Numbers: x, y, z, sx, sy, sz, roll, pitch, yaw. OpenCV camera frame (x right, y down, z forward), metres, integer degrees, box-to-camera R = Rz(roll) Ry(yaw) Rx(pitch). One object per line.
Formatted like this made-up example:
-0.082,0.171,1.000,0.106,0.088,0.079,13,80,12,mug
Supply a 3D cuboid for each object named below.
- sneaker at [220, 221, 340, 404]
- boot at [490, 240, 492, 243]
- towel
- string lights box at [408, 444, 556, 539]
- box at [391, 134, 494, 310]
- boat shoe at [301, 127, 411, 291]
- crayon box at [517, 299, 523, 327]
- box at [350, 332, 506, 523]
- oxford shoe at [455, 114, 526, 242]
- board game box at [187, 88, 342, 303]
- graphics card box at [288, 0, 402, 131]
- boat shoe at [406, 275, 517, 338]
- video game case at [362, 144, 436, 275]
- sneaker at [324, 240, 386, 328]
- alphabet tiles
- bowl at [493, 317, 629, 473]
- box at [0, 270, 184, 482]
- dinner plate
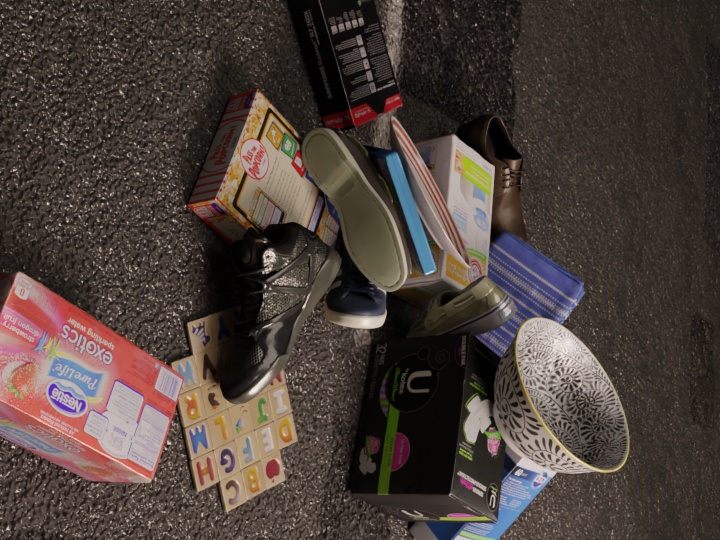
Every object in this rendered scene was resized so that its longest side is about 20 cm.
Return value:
-0.108,0.033,1.109,0.114,0.076,0.201,41,72,-35,sneaker
0.169,-0.101,1.549,0.143,0.070,0.204,-25,102,-49,boot
0.192,0.058,1.438,0.201,0.144,0.024,-51,164,-10,towel
0.166,0.290,1.376,0.201,0.059,0.102,-51,140,10,string lights box
0.104,-0.059,1.423,0.112,0.100,0.203,28,62,-47,box
0.007,-0.073,1.199,0.060,0.071,0.203,-13,73,-56,boat shoe
0.224,0.154,1.485,0.118,0.058,0.203,29,61,-48,crayon box
0.092,0.197,1.317,0.124,0.147,0.203,38,53,-45,box
0.195,-0.121,1.492,0.072,0.084,0.203,-17,87,-35,oxford shoe
-0.093,-0.079,1.201,0.200,0.046,0.153,46,49,-40,board game box
-0.020,-0.286,1.338,0.125,0.050,0.203,-33,111,-51,graphics card box
0.119,0.053,1.351,0.072,0.199,0.062,-38,97,-38,boat shoe
0.031,-0.079,1.275,0.018,0.200,0.145,-22,104,-10,video game case
0.000,0.000,1.235,0.200,0.074,0.086,-86,-176,-70,sneaker
-0.132,0.143,1.141,0.166,0.006,0.203,-17,98,-54,alphabet tiles
0.221,0.166,1.275,0.199,0.094,0.203,30,40,-29,bowl
-0.258,0.096,0.901,0.200,0.094,0.104,40,53,-42,box
0.077,-0.089,1.258,0.202,0.024,0.200,60,9,-16,dinner plate
